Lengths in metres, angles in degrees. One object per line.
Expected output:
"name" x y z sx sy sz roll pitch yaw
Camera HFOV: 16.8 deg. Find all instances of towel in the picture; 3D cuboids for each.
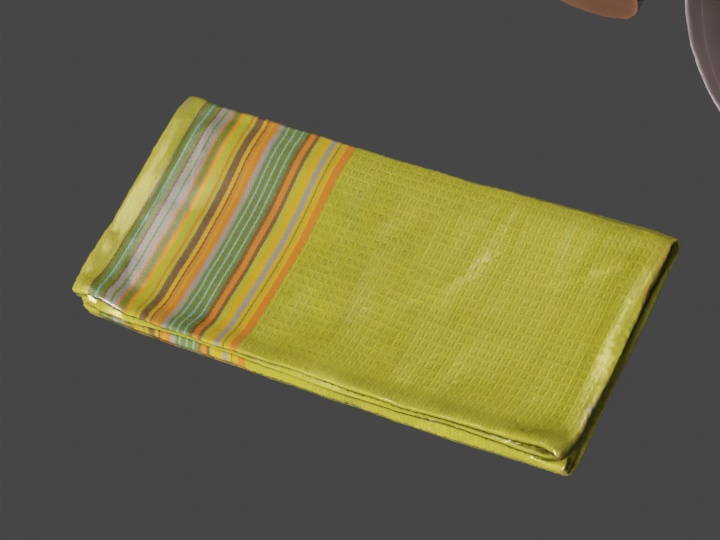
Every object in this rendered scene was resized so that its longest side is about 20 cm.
"towel" 0.000 0.000 0.797 0.200 0.018 0.086 17 74 33

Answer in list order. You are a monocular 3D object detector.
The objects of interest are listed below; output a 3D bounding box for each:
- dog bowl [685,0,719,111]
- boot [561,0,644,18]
"dog bowl" 0.200 -0.086 0.716 0.200 0.059 0.200 -12 59 21
"boot" 0.089 -0.178 0.738 0.074 0.200 0.155 21 81 6
